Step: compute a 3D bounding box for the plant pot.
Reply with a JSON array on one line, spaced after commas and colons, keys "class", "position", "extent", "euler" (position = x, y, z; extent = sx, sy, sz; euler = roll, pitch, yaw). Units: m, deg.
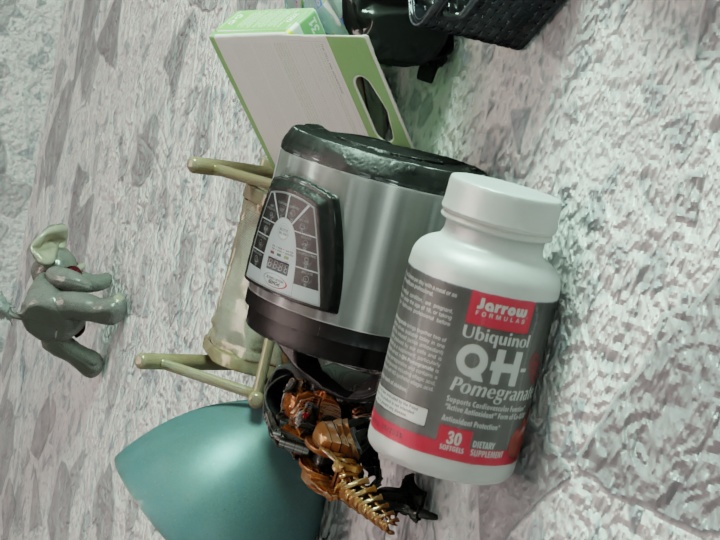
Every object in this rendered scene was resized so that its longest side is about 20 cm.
[{"class": "plant pot", "position": [-0.107, 0.197, 1.574], "extent": [0.135, 0.200, 0.200], "euler": [-42, 25, -1]}]

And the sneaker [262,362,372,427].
[{"class": "sneaker", "position": [-0.047, 0.109, 1.535], "extent": [0.200, 0.098, 0.072], "euler": [177, 101, -70]}]

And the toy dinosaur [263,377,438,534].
[{"class": "toy dinosaur", "position": [-0.006, 0.150, 1.357], "extent": [0.201, 0.134, 0.103], "euler": [-102, 31, -45]}]

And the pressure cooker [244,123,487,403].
[{"class": "pressure cooker", "position": [0.003, 0.000, 1.353], "extent": [0.176, 0.177, 0.202], "euler": [-68, -8, -81]}]

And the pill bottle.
[{"class": "pill bottle", "position": [0.078, 0.039, 1.220], "extent": [0.111, 0.109, 0.202], "euler": [-143, 64, -67]}]

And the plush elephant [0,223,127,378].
[{"class": "plush elephant", "position": [-0.426, 0.032, 2.505], "extent": [0.156, 0.198, 0.166], "euler": [-75, 4, -48]}]

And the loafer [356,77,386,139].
[{"class": "loafer", "position": [-0.021, -0.194, 1.629], "extent": [0.072, 0.062, 0.201], "euler": [85, 174, -46]}]

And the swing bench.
[{"class": "swing bench", "position": [-0.092, 0.005, 1.615], "extent": [0.200, 0.128, 0.201], "euler": [-9, -66, -71]}]

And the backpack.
[{"class": "backpack", "position": [0.007, -0.261, 1.517], "extent": [0.200, 0.125, 0.169], "euler": [-149, 68, -69]}]

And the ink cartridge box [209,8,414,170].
[{"class": "ink cartridge box", "position": [-0.027, -0.150, 1.481], "extent": [0.199, 0.048, 0.147], "euler": [6, 131, 44]}]

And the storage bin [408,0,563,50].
[{"class": "storage bin", "position": [0.102, -0.288, 1.329], "extent": [0.135, 0.093, 0.202], "euler": [132, 141, -55]}]
